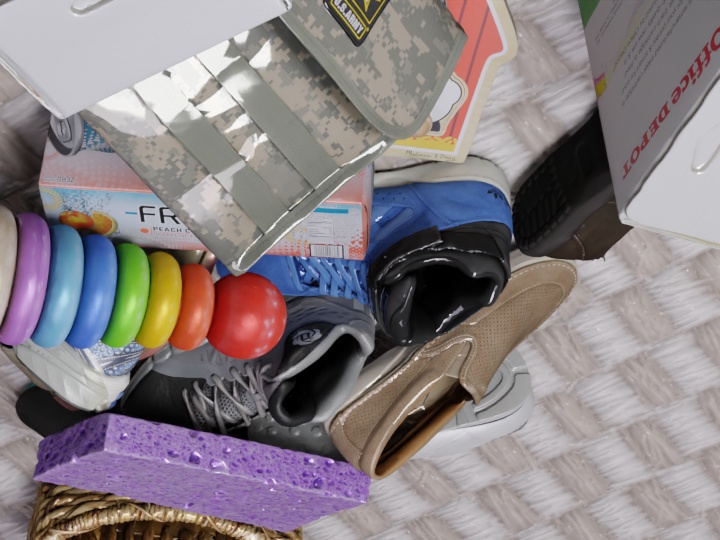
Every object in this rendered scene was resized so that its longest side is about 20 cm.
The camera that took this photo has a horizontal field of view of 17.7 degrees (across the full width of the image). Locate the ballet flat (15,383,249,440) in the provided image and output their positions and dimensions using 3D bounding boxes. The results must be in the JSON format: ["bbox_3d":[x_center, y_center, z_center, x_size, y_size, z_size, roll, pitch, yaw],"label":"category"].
[{"bbox_3d":[-0.142,0.117,1.610,0.199,0.069,0.068,4,138,-6],"label":"ballet flat"}]

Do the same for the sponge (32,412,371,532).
[{"bbox_3d":[-0.103,0.134,1.527,0.200,0.030,0.111,16,157,-29],"label":"sponge"}]

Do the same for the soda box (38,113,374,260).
[{"bbox_3d":[-0.092,-0.056,1.412,0.199,0.069,0.064,3,147,3],"label":"soda box"}]

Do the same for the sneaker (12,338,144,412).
[{"bbox_3d":[-0.214,-0.003,1.465,0.200,0.077,0.085,38,100,-3],"label":"sneaker"}]

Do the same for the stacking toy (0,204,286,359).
[{"bbox_3d":[-0.140,0.017,1.403,0.199,0.086,0.085,10,135,-18],"label":"stacking toy"}]

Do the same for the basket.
[{"bbox_3d":[-0.141,0.226,1.667,0.199,0.149,0.143,9,135,-10],"label":"basket"}]

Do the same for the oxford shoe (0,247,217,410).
[{"bbox_3d":[-0.163,0.019,1.508,0.074,0.071,0.200,33,125,-22],"label":"oxford shoe"}]

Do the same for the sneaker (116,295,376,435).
[{"bbox_3d":[-0.076,0.077,1.509,0.200,0.116,0.075,-33,114,10],"label":"sneaker"}]

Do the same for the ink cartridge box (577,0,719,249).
[{"bbox_3d":[0.195,-0.132,1.267,0.087,0.200,0.145,15,133,-18],"label":"ink cartridge box"}]

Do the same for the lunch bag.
[{"bbox_3d":[-0.053,-0.126,1.281,0.200,0.118,0.164,-40,122,3],"label":"lunch bag"}]

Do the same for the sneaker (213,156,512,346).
[{"bbox_3d":[0.000,-0.001,1.460,0.199,0.111,0.077,-10,134,9],"label":"sneaker"}]

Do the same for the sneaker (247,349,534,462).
[{"bbox_3d":[0.023,0.106,1.599,0.199,0.077,0.081,-8,156,1],"label":"sneaker"}]

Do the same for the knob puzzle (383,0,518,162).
[{"bbox_3d":[-0.001,-0.140,1.374,0.219,0.031,0.220,-1,136,-1],"label":"knob puzzle"}]

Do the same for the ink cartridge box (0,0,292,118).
[{"bbox_3d":[-0.115,-0.192,1.192,0.145,0.200,0.083,-23,132,21],"label":"ink cartridge box"}]

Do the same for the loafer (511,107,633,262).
[{"bbox_3d":[0.177,-0.073,1.433,0.071,0.073,0.200,18,139,-33],"label":"loafer"}]

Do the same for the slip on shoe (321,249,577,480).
[{"bbox_3d":[0.067,0.061,1.521,0.200,0.061,0.076,-34,142,-2],"label":"slip on shoe"}]
